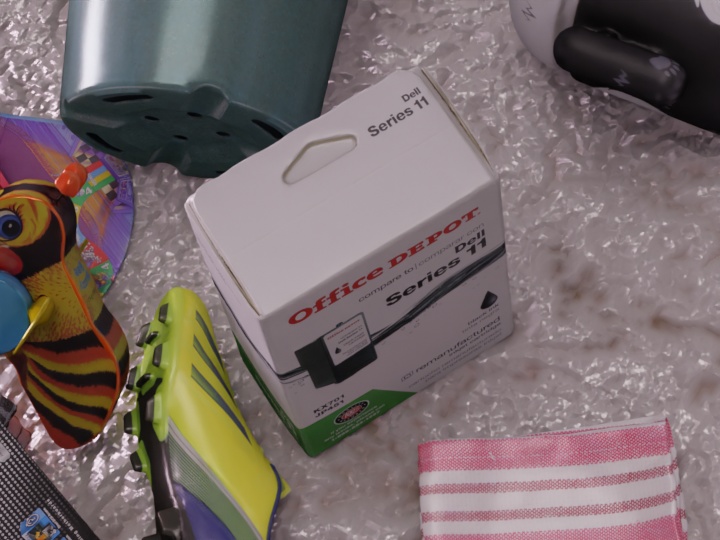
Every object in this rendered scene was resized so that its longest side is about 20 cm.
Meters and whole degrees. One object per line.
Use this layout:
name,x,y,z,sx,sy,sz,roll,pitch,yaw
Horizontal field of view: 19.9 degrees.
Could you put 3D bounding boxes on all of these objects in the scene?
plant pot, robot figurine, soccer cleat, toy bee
plant pot,-0.087,-0.168,1.205,0.199,0.200,0.197,4,74,9
robot figurine,0.183,-0.152,1.192,0.199,0.150,0.125,23,91,16
soccer cleat,-0.083,0.103,1.149,0.083,0.065,0.201,5,57,-23
toy bee,-0.181,-0.002,1.132,0.109,0.200,0.131,-33,34,14

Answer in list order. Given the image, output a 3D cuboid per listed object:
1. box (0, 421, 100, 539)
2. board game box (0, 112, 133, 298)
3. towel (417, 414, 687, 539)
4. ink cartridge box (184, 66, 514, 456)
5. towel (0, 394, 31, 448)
box,-0.213,0.176,1.071,0.160,0.044,0.200,-41,95,-22
board game box,-0.239,-0.035,1.233,0.199,0.039,0.159,8,66,11
towel,0.108,0.179,1.096,0.146,0.030,0.201,-7,65,5
ink cartridge box,0.000,0.000,1.098,0.146,0.200,0.083,-31,65,-7
towel,-0.310,0.111,1.150,0.199,0.086,0.166,20,68,16
